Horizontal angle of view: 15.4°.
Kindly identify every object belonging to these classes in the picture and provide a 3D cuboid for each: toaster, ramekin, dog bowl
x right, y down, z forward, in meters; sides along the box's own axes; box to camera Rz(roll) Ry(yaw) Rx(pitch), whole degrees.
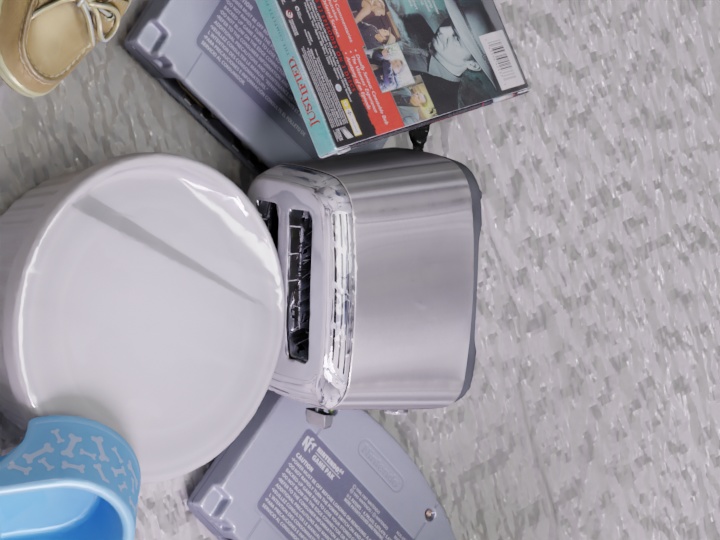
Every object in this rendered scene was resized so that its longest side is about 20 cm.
[{"bbox_3d":[0.000,0.000,1.719,0.129,0.113,0.201,-7,105,-40],"label":"toaster"},{"bbox_3d":[-0.151,0.026,1.648,0.202,0.094,0.203,-4,96,-38],"label":"ramekin"},{"bbox_3d":[-0.224,0.149,1.564,0.199,0.050,0.112,-7,128,-10],"label":"dog bowl"}]

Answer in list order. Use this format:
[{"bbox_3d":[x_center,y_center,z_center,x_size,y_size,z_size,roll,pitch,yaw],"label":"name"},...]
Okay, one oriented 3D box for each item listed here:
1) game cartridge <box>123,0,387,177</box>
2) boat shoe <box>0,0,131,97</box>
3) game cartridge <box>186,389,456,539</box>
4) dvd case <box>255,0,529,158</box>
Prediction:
[{"bbox_3d":[-0.054,-0.139,1.751,0.200,0.040,0.134,45,70,-33],"label":"game cartridge"},{"bbox_3d":[-0.153,-0.193,1.583,0.073,0.063,0.201,43,66,-33],"label":"boat shoe"},{"bbox_3d":[-0.019,0.165,1.804,0.133,0.041,0.200,-53,123,-19],"label":"game cartridge"},{"bbox_3d":[0.017,-0.161,1.721,0.200,0.022,0.147,-21,88,-45],"label":"dvd case"}]
